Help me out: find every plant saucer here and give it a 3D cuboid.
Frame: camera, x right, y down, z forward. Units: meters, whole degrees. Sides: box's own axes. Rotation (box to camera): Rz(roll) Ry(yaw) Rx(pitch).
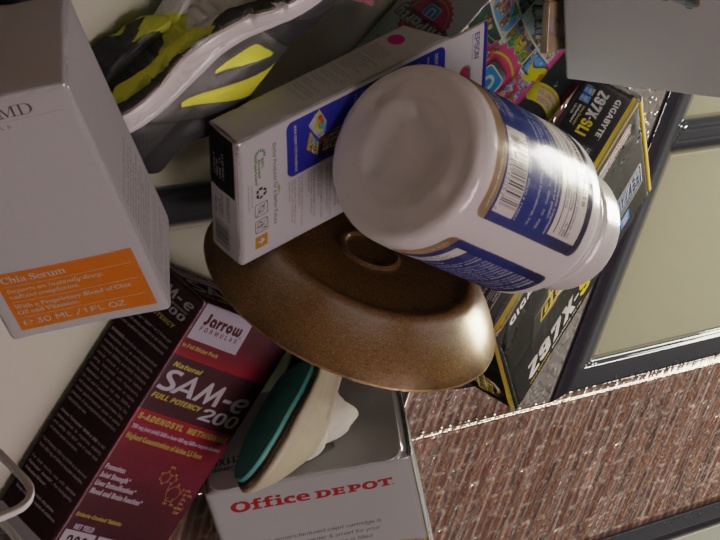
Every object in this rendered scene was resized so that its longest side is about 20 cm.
[{"bbox_3d":[0.000,0.000,1.465,0.199,0.200,0.036,-8,134,-44],"label":"plant saucer"}]

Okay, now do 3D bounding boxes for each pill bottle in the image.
[{"bbox_3d":[0.080,-0.048,1.430,0.200,0.111,0.111,21,104,-54],"label":"pill bottle"}]

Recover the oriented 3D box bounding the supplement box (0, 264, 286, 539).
[{"bbox_3d":[-0.140,0.100,1.521,0.109,0.061,0.201,23,101,-54],"label":"supplement box"}]

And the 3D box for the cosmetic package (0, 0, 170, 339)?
[{"bbox_3d":[-0.180,-0.054,1.294,0.101,0.072,0.201,-12,141,8],"label":"cosmetic package"}]

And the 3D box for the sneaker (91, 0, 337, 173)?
[{"bbox_3d":[-0.084,-0.135,1.379,0.199,0.075,0.085,-35,148,-9],"label":"sneaker"}]

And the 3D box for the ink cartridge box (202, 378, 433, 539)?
[{"bbox_3d":[-0.025,0.171,1.641,0.145,0.083,0.201,-10,138,2],"label":"ink cartridge box"}]

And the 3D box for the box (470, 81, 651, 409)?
[{"bbox_3d":[0.134,-0.018,1.631,0.201,0.049,0.160,-57,163,-14],"label":"box"}]

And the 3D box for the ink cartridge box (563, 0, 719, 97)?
[{"bbox_3d":[0.218,-0.228,1.473,0.145,0.144,0.201,-42,135,-50],"label":"ink cartridge box"}]

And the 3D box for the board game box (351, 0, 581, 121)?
[{"bbox_3d":[0.077,-0.140,1.553,0.200,0.064,0.148,-48,144,-4],"label":"board game box"}]

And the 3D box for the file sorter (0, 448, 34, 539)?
[{"bbox_3d":[-0.280,0.195,1.392,0.138,0.124,0.201,-20,135,-36],"label":"file sorter"}]

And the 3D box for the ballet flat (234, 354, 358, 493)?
[{"bbox_3d":[-0.022,0.069,1.549,0.070,0.069,0.201,61,43,-53],"label":"ballet flat"}]

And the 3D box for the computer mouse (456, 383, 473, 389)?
[{"bbox_3d":[0.116,0.012,1.739,0.138,0.053,0.201,21,104,-55],"label":"computer mouse"}]

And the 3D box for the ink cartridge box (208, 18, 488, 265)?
[{"bbox_3d":[-0.005,-0.086,1.425,0.199,0.037,0.095,-27,138,-28],"label":"ink cartridge box"}]

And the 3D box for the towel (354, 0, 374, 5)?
[{"bbox_3d":[-0.003,-0.254,1.280,0.144,0.023,0.201,13,106,-51],"label":"towel"}]

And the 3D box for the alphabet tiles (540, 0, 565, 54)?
[{"bbox_3d":[0.163,-0.252,1.522,0.167,0.008,0.202,-23,119,-56],"label":"alphabet tiles"}]
